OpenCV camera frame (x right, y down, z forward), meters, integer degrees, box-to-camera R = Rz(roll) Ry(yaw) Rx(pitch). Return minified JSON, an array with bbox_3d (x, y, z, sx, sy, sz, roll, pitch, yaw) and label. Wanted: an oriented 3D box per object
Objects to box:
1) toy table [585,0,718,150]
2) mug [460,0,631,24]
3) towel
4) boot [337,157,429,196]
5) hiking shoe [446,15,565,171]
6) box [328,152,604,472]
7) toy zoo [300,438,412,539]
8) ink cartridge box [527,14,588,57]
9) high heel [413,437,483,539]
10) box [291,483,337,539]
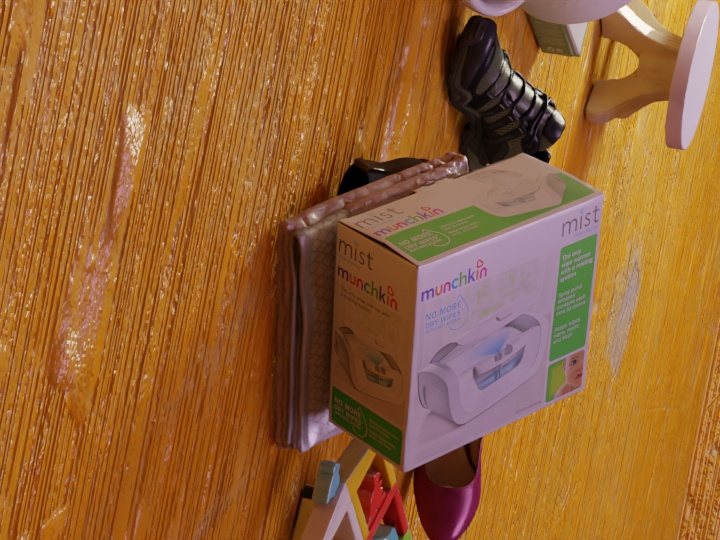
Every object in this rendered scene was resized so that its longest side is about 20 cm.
[{"bbox_3d":[0.338,-0.236,2.446,0.201,0.116,0.185,-62,155,-44],"label":"toy table"},{"bbox_3d":[0.156,-0.308,1.847,0.200,0.147,0.176,-45,145,-8],"label":"mug"},{"bbox_3d":[0.012,0.026,1.630,0.190,0.032,0.202,-23,126,-38],"label":"towel"},{"bbox_3d":[0.000,0.000,1.684,0.096,0.074,0.202,10,103,-46],"label":"boot"},{"bbox_3d":[0.138,-0.155,1.914,0.201,0.100,0.076,73,32,-55],"label":"hiking shoe"},{"bbox_3d":[0.078,0.027,1.604,0.199,0.096,0.178,-20,126,-37],"label":"box"},{"bbox_3d":[-0.003,0.219,1.682,0.132,0.020,0.201,-60,149,-38],"label":"toy zoo"},{"bbox_3d":[0.202,-0.319,2.097,0.200,0.048,0.147,54,50,-66],"label":"ink cartridge box"},{"bbox_3d":[0.086,0.153,1.987,0.096,0.067,0.201,90,4,-58],"label":"high heel"},{"bbox_3d":[-0.037,0.280,1.720,0.075,0.050,0.202,36,66,-70],"label":"box"}]
